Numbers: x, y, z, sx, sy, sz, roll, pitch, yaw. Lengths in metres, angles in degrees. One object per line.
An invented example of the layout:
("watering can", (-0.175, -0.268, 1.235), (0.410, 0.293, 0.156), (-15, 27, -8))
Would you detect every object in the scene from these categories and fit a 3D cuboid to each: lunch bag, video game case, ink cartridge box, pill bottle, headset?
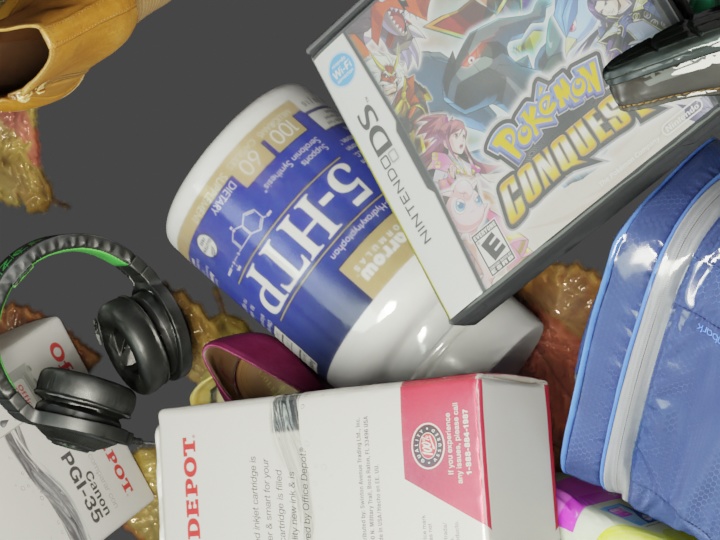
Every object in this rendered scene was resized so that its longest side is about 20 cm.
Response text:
("lunch bag", (0.181, 0.042, 1.329), (0.132, 0.136, 0.200), (28, 129, 23))
("video game case", (0.080, -0.100, 1.336), (0.200, 0.025, 0.181), (-40, 66, 30))
("ink cartridge box", (-0.244, 0.136, 1.658), (0.083, 0.200, 0.147), (-21, 100, 38))
("pill bottle", (0.000, 0.000, 1.454), (0.200, 0.120, 0.120), (40, 131, 12))
("headset", (-0.159, 0.066, 1.623), (0.200, 0.124, 0.094), (47, 160, -17))
("ink cartridge box", (-0.002, 0.136, 1.355), (0.199, 0.084, 0.145), (-8, 81, 30))

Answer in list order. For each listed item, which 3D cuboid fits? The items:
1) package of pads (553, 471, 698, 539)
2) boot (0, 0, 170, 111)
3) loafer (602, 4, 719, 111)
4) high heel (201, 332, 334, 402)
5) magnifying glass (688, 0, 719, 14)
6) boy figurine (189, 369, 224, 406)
("package of pads", (0.179, 0.171, 1.390), (0.200, 0.154, 0.068), (23, 98, 27))
("boot", (-0.209, -0.126, 1.527), (0.201, 0.144, 0.071), (-25, 97, 42))
("loafer", (0.216, -0.096, 1.220), (0.199, 0.073, 0.073), (-12, 104, 8))
("high heel", (-0.015, 0.114, 1.441), (0.200, 0.096, 0.068), (46, 107, 32))
("magnifying glass", (0.173, -0.104, 1.335), (0.080, 0.022, 0.200), (54, 134, 0))
("boy figurine", (-0.012, 0.085, 1.549), (0.199, 0.064, 0.125), (19, 127, 24))
